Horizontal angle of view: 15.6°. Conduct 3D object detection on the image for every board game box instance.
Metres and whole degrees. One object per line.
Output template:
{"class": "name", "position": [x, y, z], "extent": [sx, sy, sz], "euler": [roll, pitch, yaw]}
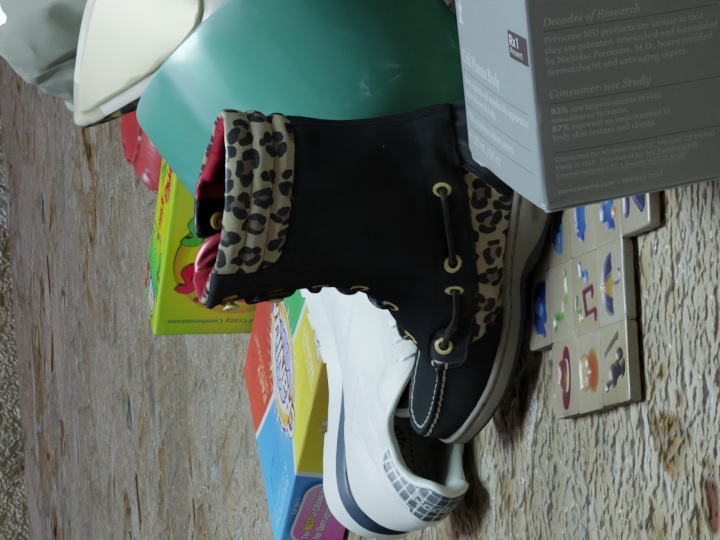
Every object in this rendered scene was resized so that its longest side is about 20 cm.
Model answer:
{"class": "board game box", "position": [-0.070, -0.050, 1.607], "extent": [0.048, 0.101, 0.200], "euler": [-107, 21, -47]}
{"class": "board game box", "position": [-0.027, 0.049, 1.559], "extent": [0.200, 0.040, 0.153], "euler": [103, 161, -44]}

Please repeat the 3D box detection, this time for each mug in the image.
{"class": "mug", "position": [-0.002, -0.080, 1.264], "extent": [0.114, 0.185, 0.152], "euler": [52, 146, 10]}

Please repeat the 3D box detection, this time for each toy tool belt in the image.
{"class": "toy tool belt", "position": [-0.137, -0.192, 1.397], "extent": [0.125, 0.123, 0.200], "euler": [34, -141, -55]}

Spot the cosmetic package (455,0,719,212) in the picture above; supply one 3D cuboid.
{"class": "cosmetic package", "position": [0.080, -0.133, 0.953], "extent": [0.107, 0.090, 0.200], "euler": [-133, 31, -72]}

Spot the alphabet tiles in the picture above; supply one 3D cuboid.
{"class": "alphabet tiles", "position": [0.096, -0.040, 1.114], "extent": [0.167, 0.008, 0.200], "euler": [151, 118, -74]}

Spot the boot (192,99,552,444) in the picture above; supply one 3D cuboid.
{"class": "boot", "position": [0.000, 0.000, 1.176], "extent": [0.200, 0.150, 0.073], "euler": [104, 161, -45]}

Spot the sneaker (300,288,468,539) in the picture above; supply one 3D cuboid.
{"class": "sneaker", "position": [0.021, 0.033, 1.324], "extent": [0.080, 0.076, 0.200], "euler": [145, 120, -60]}

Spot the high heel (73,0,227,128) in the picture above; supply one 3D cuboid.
{"class": "high heel", "position": [-0.056, -0.147, 1.303], "extent": [0.071, 0.142, 0.200], "euler": [46, 114, 17]}

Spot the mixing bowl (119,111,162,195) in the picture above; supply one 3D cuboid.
{"class": "mixing bowl", "position": [-0.098, -0.117, 1.712], "extent": [0.200, 0.108, 0.201], "euler": [180, 90, -77]}
